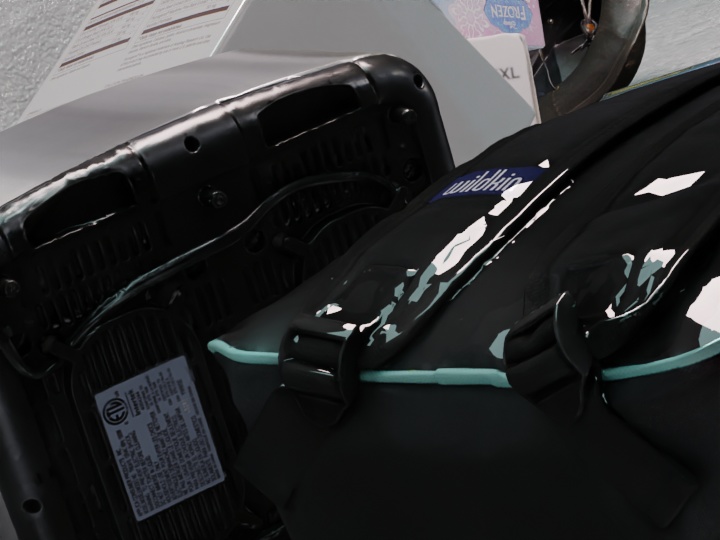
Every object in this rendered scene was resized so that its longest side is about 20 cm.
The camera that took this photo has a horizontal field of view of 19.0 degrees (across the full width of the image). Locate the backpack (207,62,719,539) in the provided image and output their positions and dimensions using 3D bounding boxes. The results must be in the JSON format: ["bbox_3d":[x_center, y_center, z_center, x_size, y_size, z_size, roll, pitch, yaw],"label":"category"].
[{"bbox_3d":[0.093,0.025,0.526,0.176,0.154,0.200,-7,26,47],"label":"backpack"}]

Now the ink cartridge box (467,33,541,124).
[{"bbox_3d":[0.015,-0.073,1.270,0.146,0.085,0.200,-9,-3,-8],"label":"ink cartridge box"}]

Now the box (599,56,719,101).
[{"bbox_3d":[0.234,-0.106,1.310,0.200,0.038,0.137,-17,10,22],"label":"box"}]

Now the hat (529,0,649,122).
[{"bbox_3d":[0.159,-0.169,1.643,0.200,0.201,0.081,-12,-27,43],"label":"hat"}]

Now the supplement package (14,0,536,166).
[{"bbox_3d":[-0.057,-0.029,0.924,0.151,0.152,0.200,-9,46,50],"label":"supplement package"}]

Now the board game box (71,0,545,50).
[{"bbox_3d":[-0.029,-0.133,1.259,0.199,0.043,0.200,-9,-3,36],"label":"board game box"}]

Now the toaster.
[{"bbox_3d":[-0.055,0.025,0.704,0.181,0.200,0.119,-26,20,-24],"label":"toaster"}]
